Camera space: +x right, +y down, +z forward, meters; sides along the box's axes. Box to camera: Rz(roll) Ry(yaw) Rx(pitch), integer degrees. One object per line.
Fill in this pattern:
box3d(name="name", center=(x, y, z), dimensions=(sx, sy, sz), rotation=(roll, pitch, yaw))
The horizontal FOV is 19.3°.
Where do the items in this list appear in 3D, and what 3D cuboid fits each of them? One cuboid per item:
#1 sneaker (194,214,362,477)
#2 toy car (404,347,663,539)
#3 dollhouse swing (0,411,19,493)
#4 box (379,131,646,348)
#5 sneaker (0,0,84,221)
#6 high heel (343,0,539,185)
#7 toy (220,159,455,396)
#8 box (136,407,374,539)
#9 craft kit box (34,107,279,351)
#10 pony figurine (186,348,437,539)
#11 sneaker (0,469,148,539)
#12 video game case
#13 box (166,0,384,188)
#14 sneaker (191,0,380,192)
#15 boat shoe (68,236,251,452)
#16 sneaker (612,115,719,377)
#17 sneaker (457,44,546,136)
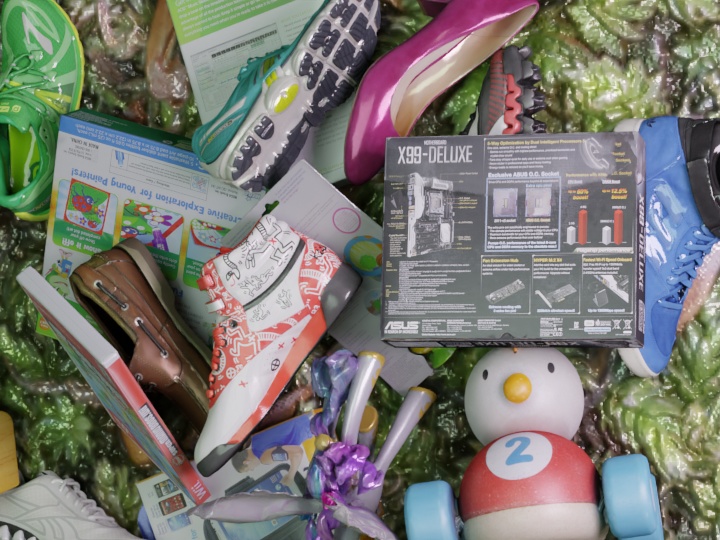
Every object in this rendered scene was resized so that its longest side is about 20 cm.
box3d(name="sneaker", center=(-0.097, 0.054, 1.662), dimensions=(0.108, 0.067, 0.202), rotation=(36, 94, 1))
box3d(name="toy car", center=(0.127, 0.121, 1.633), dimensions=(0.183, 0.177, 0.202), rotation=(-9, 74, 9))
box3d(name="dollhouse swing", center=(-0.422, 0.141, 1.814), dimensions=(0.199, 0.181, 0.177), rotation=(-19, 91, 30))
box3d(name="box", center=(0.115, -0.022, 1.603), dimensions=(0.198, 0.050, 0.159), rotation=(-1, 81, 15))
box3d(name="sneaker", center=(-0.283, -0.144, 1.815), dimensions=(0.073, 0.083, 0.202), rotation=(-3, 88, 20))
box3d(name="high heel", center=(0.062, -0.148, 1.685), dimensions=(0.095, 0.067, 0.201), rotation=(21, 73, 27))
box3d(name="toy", center=(0.000, 0.000, 1.702), dimensions=(0.200, 0.047, 0.115), rotation=(42, 125, -8))
box3d(name="box", center=(-0.098, 0.206, 1.773), dimensions=(0.199, 0.041, 0.120), rotation=(-24, 82, 16))
box3d(name="craft kit box", center=(-0.169, -0.016, 1.772), dimensions=(0.199, 0.048, 0.199), rotation=(17, 107, 19))
box3d(name="pony figurine", center=(-0.018, 0.167, 1.642), dimensions=(0.165, 0.193, 0.202), rotation=(7, 74, 28))
box3d(name="sneaker", center=(-0.252, 0.215, 1.805), dimensions=(0.199, 0.075, 0.082), rotation=(8, 78, 30))
box3d(name="video game case", center=(-0.198, 0.095, 1.712), dimensions=(0.017, 0.201, 0.143), rotation=(-40, 47, -12))
box3d(name="box", center=(-0.068, -0.157, 1.764), dimensions=(0.143, 0.036, 0.202), rotation=(-18, 85, 19))
box3d(name="sneaker", center=(-0.061, -0.157, 1.692), dimensions=(0.079, 0.078, 0.200), rotation=(31, 76, 39))
box3d(name="boat shoe", center=(-0.166, 0.073, 1.721), dimensions=(0.068, 0.072, 0.201), rotation=(-30, 80, -28))
box3d(name="sneaker", center=(0.252, -0.020, 1.625), dimensions=(0.110, 0.077, 0.202), rotation=(-2, 83, 29))
box3d(name="sneaker", center=(0.094, -0.081, 1.685), dimensions=(0.097, 0.071, 0.202), rotation=(7, 94, 17))
